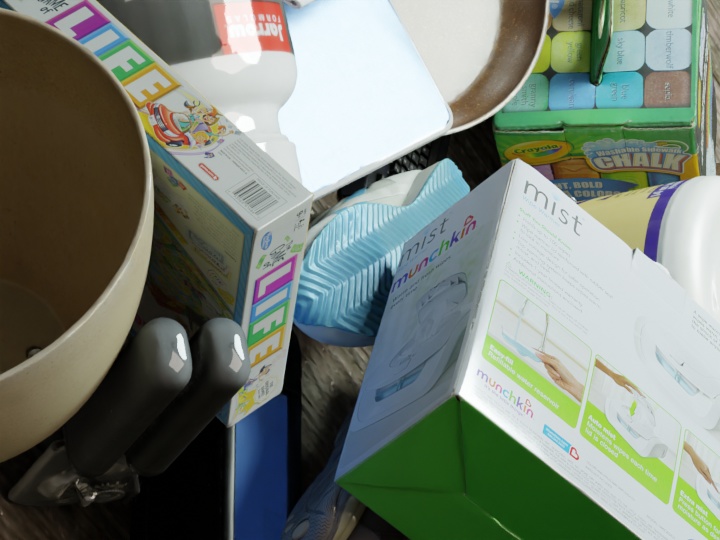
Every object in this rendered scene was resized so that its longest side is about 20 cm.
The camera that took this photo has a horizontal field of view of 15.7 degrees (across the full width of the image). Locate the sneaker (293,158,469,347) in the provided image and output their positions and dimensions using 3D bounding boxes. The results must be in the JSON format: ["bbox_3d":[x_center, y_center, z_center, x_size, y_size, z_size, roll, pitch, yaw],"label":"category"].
[{"bbox_3d":[0.000,0.000,1.395,0.077,0.080,0.200,66,26,-4],"label":"sneaker"}]

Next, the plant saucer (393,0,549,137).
[{"bbox_3d":[0.013,-0.166,1.479,0.199,0.034,0.201,8,71,-22],"label":"plant saucer"}]

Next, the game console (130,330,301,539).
[{"bbox_3d":[-0.051,0.087,1.270,0.176,0.116,0.201,27,56,-47],"label":"game console"}]

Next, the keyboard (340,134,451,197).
[{"bbox_3d":[0.021,-0.116,1.543,0.127,0.021,0.201,45,43,-36],"label":"keyboard"}]

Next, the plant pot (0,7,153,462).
[{"bbox_3d":[-0.178,0.007,1.087,0.135,0.199,0.201,85,13,-55],"label":"plant pot"}]

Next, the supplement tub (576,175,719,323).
[{"bbox_3d":[0.133,0.033,1.472,0.145,0.199,0.146,22,63,-53],"label":"supplement tub"}]

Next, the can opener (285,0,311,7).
[{"bbox_3d":[0.017,-0.198,1.403,0.200,0.067,0.053,-32,89,-42],"label":"can opener"}]

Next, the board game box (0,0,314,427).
[{"bbox_3d":[-0.106,-0.041,1.147,0.034,0.135,0.200,-33,62,-31],"label":"board game box"}]

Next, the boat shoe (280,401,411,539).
[{"bbox_3d":[0.028,0.096,1.325,0.073,0.074,0.200,41,45,-6],"label":"boat shoe"}]

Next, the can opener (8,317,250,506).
[{"bbox_3d":[-0.107,0.056,1.148,0.053,0.200,0.067,1,65,-25],"label":"can opener"}]

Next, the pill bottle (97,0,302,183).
[{"bbox_3d":[-0.095,-0.127,1.296,0.116,0.115,0.201,-7,82,-56],"label":"pill bottle"}]

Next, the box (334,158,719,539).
[{"bbox_3d":[0.106,0.076,1.281,0.200,0.097,0.177,38,39,-19],"label":"box"}]

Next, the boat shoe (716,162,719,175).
[{"bbox_3d":[0.255,0.024,1.769,0.075,0.075,0.203,-6,82,-55],"label":"boat shoe"}]

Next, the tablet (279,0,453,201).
[{"bbox_3d":[-0.040,-0.143,1.414,0.130,0.014,0.201,-28,90,-35],"label":"tablet"}]

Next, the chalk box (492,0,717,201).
[{"bbox_3d":[0.146,-0.110,1.563,0.200,0.123,0.125,69,23,-59],"label":"chalk box"}]
